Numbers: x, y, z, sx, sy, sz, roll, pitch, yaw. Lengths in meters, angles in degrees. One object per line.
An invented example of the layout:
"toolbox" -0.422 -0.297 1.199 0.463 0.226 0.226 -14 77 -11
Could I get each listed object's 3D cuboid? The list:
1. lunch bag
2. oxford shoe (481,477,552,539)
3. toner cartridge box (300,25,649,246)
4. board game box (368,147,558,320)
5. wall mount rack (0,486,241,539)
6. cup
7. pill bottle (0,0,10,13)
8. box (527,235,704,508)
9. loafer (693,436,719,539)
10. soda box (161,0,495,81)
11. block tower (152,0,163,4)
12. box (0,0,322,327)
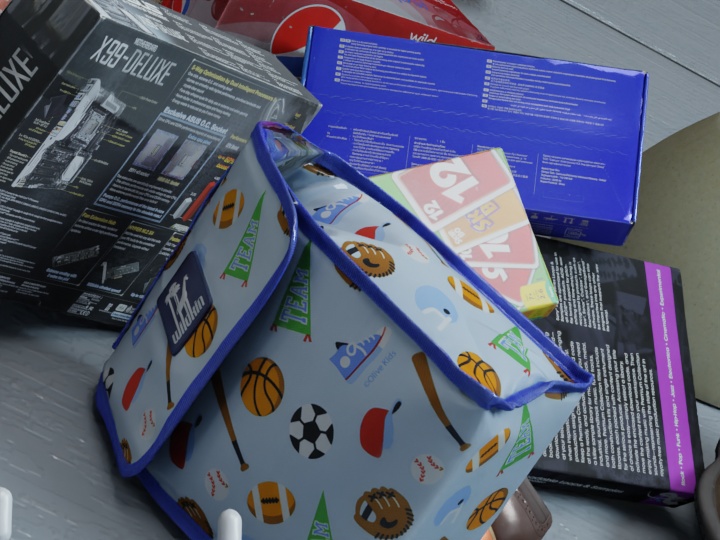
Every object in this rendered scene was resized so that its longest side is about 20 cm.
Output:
"lunch bag" -0.024 0.053 1.112 0.200 0.171 0.123 45 23 24
"oxford shoe" 0.026 0.064 1.205 0.072 0.071 0.201 -24 83 -33
"toner cartridge box" 0.061 -0.077 1.355 0.198 0.043 0.096 8 71 0
"board game box" 0.000 0.000 1.264 0.198 0.030 0.096 -14 73 -17
"wall mount rack" -0.081 0.175 0.934 0.199 0.075 0.174 11 32 -39
"cup" 0.247 -0.021 1.588 0.199 0.144 0.201 26 26 -14
"pill bottle" -0.205 -0.122 1.216 0.112 0.112 0.201 30 55 -4
"box" 0.110 0.053 1.344 0.199 0.036 0.144 13 63 -36
"loafer" 0.234 0.134 1.345 0.070 0.074 0.200 -9 18 17
"soda box" -0.018 -0.146 1.425 0.199 0.070 0.063 14 26 -40
"block tower" -0.136 -0.164 1.462 0.199 0.058 0.054 28 -18 -24
"box" -0.128 -0.054 1.151 0.050 0.158 0.200 46 15 28
